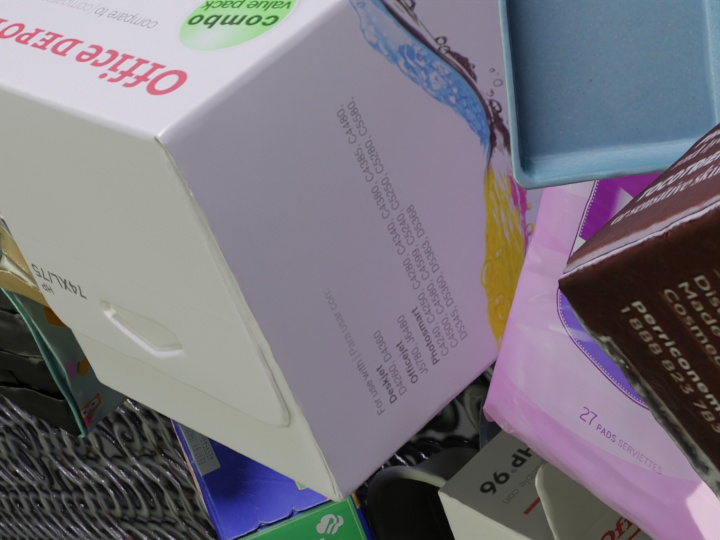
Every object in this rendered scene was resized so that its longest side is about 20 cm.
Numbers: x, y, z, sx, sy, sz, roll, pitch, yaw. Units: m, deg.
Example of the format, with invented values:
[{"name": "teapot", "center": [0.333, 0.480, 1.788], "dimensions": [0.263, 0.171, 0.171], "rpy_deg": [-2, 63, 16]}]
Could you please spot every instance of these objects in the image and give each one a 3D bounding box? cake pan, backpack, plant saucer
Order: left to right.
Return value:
[{"name": "backpack", "center": [-0.170, -0.019, 1.071], "dimensions": [0.200, 0.153, 0.176], "rpy_deg": [46, 160, 39]}, {"name": "cake pan", "center": [0.086, 0.169, 1.051], "dimensions": [0.200, 0.037, 0.200], "rpy_deg": [39, 154, 23]}, {"name": "plant saucer", "center": [0.061, -0.124, 0.527], "dimensions": [0.019, 0.070, 0.201], "rpy_deg": [-167, 70, -74]}]

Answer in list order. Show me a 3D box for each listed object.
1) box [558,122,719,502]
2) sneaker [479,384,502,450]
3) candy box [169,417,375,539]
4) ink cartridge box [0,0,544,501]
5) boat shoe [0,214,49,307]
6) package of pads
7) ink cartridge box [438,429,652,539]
[{"name": "box", "center": [0.185, -0.010, 0.415], "dimensions": [0.166, 0.200, 0.164], "rpy_deg": [51, 156, -3]}, {"name": "sneaker", "center": [0.062, 0.144, 0.930], "dimensions": [0.085, 0.077, 0.201], "rpy_deg": [3, 106, 33]}, {"name": "candy box", "center": [-0.033, 0.148, 1.113], "dimensions": [0.169, 0.077, 0.200], "rpy_deg": [-119, 6, -52]}, {"name": "ink cartridge box", "center": [-0.007, -0.055, 0.680], "dimensions": [0.147, 0.200, 0.146], "rpy_deg": [20, 143, 47]}, {"name": "boat shoe", "center": [-0.141, -0.012, 0.949], "dimensions": [0.200, 0.076, 0.072], "rpy_deg": [57, -167, 4]}, {"name": "package of pads", "center": [0.115, -0.012, 0.599], "dimensions": [0.120, 0.076, 0.200], "rpy_deg": [34, 124, 32]}, {"name": "ink cartridge box", "center": [0.105, 0.104, 0.826], "dimensions": [0.068, 0.116, 0.200], "rpy_deg": [24, 145, 42]}]
